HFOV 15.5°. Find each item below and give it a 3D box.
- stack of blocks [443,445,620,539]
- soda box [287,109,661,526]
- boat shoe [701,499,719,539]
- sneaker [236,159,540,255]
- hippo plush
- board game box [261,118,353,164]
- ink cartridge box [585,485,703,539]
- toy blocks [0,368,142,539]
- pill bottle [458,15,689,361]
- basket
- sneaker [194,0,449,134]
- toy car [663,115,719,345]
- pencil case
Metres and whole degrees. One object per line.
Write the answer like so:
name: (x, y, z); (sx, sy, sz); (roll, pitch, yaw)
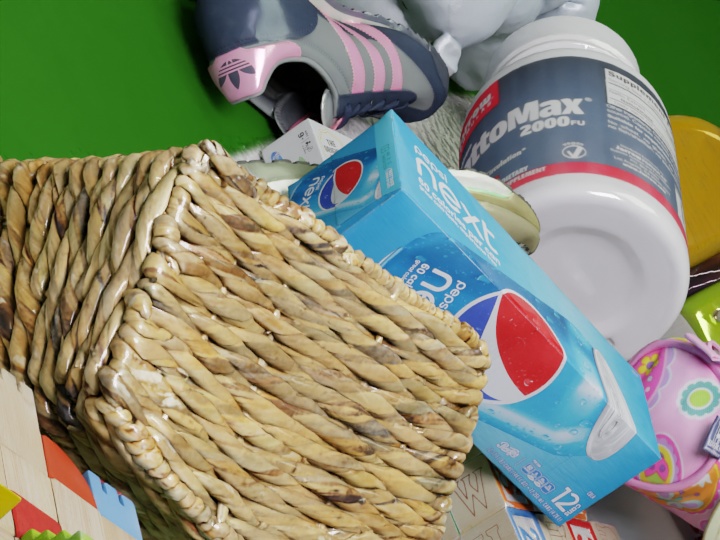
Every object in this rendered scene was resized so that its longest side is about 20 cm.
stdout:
stack of blocks: (0.081, 0.145, 1.283); (0.115, 0.058, 0.201); (17, 45, -57)
soda box: (0.053, 0.025, 1.215); (0.200, 0.064, 0.068); (44, 21, -29)
boat shoe: (0.246, 0.134, 1.286); (0.200, 0.072, 0.066); (5, 14, -44)
sneaker: (0.000, 0.000, 1.267); (0.199, 0.077, 0.089); (1, 77, -31)
hippo plush: (0.071, -0.157, 1.555); (0.161, 0.199, 0.161); (-33, 121, -49)
board game box: (0.036, 0.009, 1.402); (0.200, 0.034, 0.135); (22, 41, -54)
ink cartridge box: (0.166, 0.137, 1.430); (0.145, 0.084, 0.200); (62, 25, 12)
toy blocks: (-0.140, 0.078, 0.907); (0.200, 0.100, 0.137); (40, 17, -34)
pill bottle: (0.112, -0.049, 1.430); (0.120, 0.119, 0.201); (45, 25, -25)
basket: (-0.071, 0.053, 1.077); (0.200, 0.148, 0.144); (35, 64, -41)
sneaker: (-0.019, -0.098, 1.408); (0.199, 0.070, 0.083); (21, 57, -50)
toy car: (0.219, 0.006, 1.653); (0.201, 0.174, 0.150); (61, -13, 11)
pencil case: (0.200, 0.098, 1.335); (0.200, 0.087, 0.088); (30, 34, -45)
